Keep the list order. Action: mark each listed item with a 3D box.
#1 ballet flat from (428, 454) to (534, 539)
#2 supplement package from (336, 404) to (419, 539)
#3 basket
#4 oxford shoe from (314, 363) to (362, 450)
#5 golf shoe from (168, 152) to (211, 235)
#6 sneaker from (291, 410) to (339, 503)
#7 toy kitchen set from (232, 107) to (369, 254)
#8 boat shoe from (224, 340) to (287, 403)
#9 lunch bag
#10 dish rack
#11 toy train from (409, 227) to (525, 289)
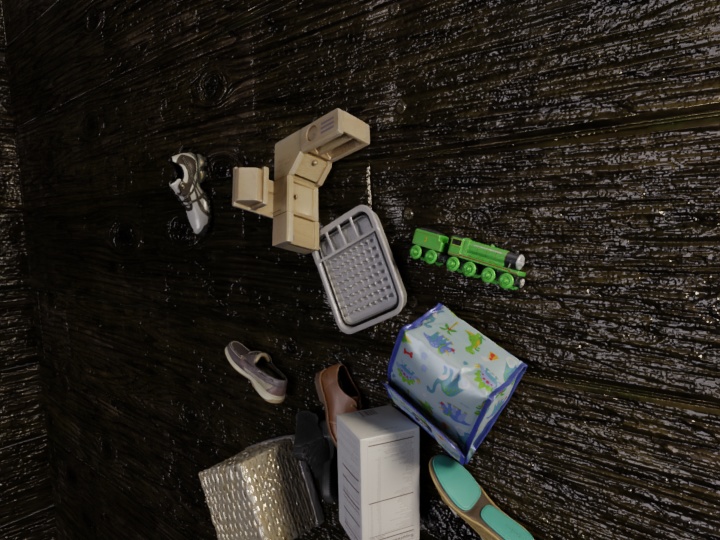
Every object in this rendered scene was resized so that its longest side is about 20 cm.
[{"bbox_3d":[0.178,0.381,0.800,0.200,0.068,0.063,39,134,32],"label":"ballet flat"},{"bbox_3d":[0.029,0.353,0.874,0.109,0.113,0.202,-165,73,-66],"label":"supplement package"},{"bbox_3d":[-0.216,0.488,1.100,0.198,0.160,0.201,-27,80,39],"label":"basket"},{"bbox_3d":[-0.022,0.273,0.959,0.071,0.071,0.201,-34,73,34],"label":"oxford shoe"},{"bbox_3d":[-0.419,-0.182,1.231,0.077,0.094,0.202,-3,95,40],"label":"golf shoe"},{"bbox_3d":[-0.086,0.358,0.989,0.104,0.060,0.201,-23,40,19],"label":"sneaker"},{"bbox_3d":[-0.101,-0.157,0.874,0.180,0.162,0.202,-15,71,41],"label":"toy kitchen set"},{"bbox_3d":[-0.228,0.212,1.136,0.200,0.072,0.065,37,107,35],"label":"boat shoe"},{"bbox_3d":[0.128,0.184,0.785,0.170,0.127,0.201,38,135,28],"label":"lunch bag"},{"bbox_3d":[0.000,0.000,0.918,0.171,0.043,0.202,-27,78,40],"label":"dish rack"},{"bbox_3d":[0.160,-0.022,0.777,0.199,0.042,0.057,20,98,38],"label":"toy train"}]
